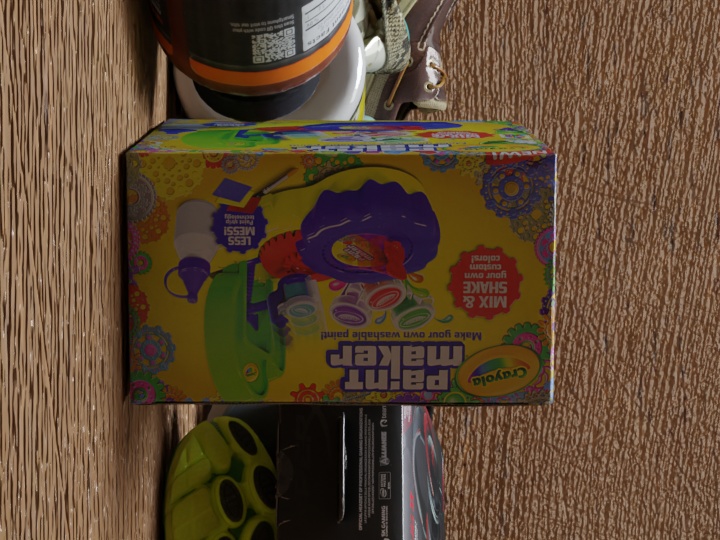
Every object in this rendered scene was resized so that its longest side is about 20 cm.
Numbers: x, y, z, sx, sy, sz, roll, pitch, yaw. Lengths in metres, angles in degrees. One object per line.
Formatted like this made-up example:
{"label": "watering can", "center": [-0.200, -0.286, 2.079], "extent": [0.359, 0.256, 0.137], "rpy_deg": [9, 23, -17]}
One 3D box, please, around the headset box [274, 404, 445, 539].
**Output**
{"label": "headset box", "center": [0.002, 0.142, 1.015], "extent": [0.200, 0.075, 0.149], "rpy_deg": [69, 19, -62]}

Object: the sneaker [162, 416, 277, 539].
{"label": "sneaker", "center": [-0.085, 0.184, 0.989], "extent": [0.083, 0.074, 0.201], "rpy_deg": [-9, -96, 61]}

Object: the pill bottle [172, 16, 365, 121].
{"label": "pill bottle", "center": [-0.053, -0.106, 1.079], "extent": [0.200, 0.112, 0.113], "rpy_deg": [95, -5, -81]}

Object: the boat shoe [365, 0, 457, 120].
{"label": "boat shoe", "center": [0.037, -0.145, 1.335], "extent": [0.200, 0.072, 0.072], "rpy_deg": [-58, 171, 4]}

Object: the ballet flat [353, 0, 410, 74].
{"label": "ballet flat", "center": [-0.008, -0.186, 1.209], "extent": [0.200, 0.068, 0.075], "rpy_deg": [81, 30, -56]}

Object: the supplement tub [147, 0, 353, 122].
{"label": "supplement tub", "center": [-0.056, -0.158, 0.847], "extent": [0.200, 0.106, 0.107], "rpy_deg": [92, -2, -59]}

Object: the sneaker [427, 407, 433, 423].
{"label": "sneaker", "center": [-0.005, 0.056, 1.221], "extent": [0.115, 0.076, 0.201], "rpy_deg": [-21, -86, 52]}

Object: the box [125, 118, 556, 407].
{"label": "box", "center": [-0.009, -0.010, 0.887], "extent": [0.193, 0.199, 0.123], "rpy_deg": [-96, -174, -80]}

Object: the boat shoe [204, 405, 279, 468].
{"label": "boat shoe", "center": [-0.083, 0.140, 1.091], "extent": [0.065, 0.073, 0.201], "rpy_deg": [46, -43, 45]}

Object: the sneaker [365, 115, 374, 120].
{"label": "sneaker", "center": [0.000, 0.000, 1.284], "extent": [0.200, 0.077, 0.140], "rpy_deg": [94, -24, -47]}
